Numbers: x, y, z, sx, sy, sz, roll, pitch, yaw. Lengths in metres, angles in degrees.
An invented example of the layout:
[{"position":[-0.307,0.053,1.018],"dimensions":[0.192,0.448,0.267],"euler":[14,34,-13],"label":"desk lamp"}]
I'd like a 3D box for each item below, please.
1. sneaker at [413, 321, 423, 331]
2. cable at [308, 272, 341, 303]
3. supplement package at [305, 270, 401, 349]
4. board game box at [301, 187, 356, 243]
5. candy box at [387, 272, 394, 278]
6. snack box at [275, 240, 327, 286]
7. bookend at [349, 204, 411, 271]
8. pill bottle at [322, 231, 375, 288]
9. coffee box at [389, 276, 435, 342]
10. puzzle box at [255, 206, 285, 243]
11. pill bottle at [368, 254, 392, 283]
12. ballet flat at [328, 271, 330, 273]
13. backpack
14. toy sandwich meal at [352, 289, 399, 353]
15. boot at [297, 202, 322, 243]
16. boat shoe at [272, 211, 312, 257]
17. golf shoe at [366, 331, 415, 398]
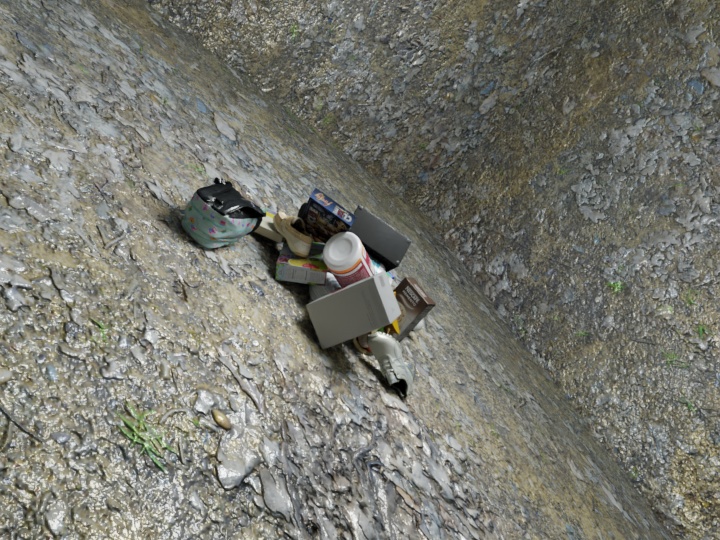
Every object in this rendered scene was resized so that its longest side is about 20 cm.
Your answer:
[{"position":[0.132,0.151,1.862],"dimensions":[0.198,0.080,0.130],"euler":[40,6,-10],"label":"sneaker"},{"position":[-0.063,0.087,1.604],"dimensions":[0.198,0.069,0.202],"euler":[34,19,-31],"label":"cable"},{"position":[-0.016,0.098,1.409],"dimensions":[0.123,0.195,0.121],"euler":[67,18,0],"label":"supplement package"},{"position":[-0.094,-0.136,1.549],"dimensions":[0.134,0.035,0.200],"euler":[34,-22,-2],"label":"board game box"},{"position":[0.013,-0.020,2.037],"dimensions":[0.200,0.077,0.168],"euler":[48,17,16],"label":"candy box"},{"position":[-0.158,-0.027,1.575],"dimensions":[0.137,0.055,0.201],"euler":[9,22,-4],"label":"snack box"},{"position":[0.033,-0.089,1.756],"dimensions":[0.196,0.094,0.200],"euler":[33,-14,-6],"label":"bookend"},{"position":[-0.022,-0.005,1.542],"dimensions":[0.114,0.111,0.201],"euler":[55,-3,36],"label":"pill bottle"},{"position":[0.118,0.131,1.701],"dimensions":[0.115,0.201,0.079],"euler":[48,17,22],"label":"coffee box"},{"position":[-0.266,-0.139,1.676],"dimensions":[0.130,0.026,0.200],"euler":[24,17,1],"label":"puzzle box"},{"position":[0.000,0.000,1.701],"dimensions":[0.197,0.112,0.111],"euler":[34,18,-10],"label":"pill bottle"},{"position":[-0.039,0.015,1.847],"dimensions":[0.198,0.064,0.068],"euler":[33,14,-35],"label":"ballet flat"},{"position":[-0.344,-0.136,1.379],"dimensions":[0.165,0.129,0.200],"euler":[33,16,6],"label":"backpack"},{"position":[0.048,0.134,1.549],"dimensions":[0.069,0.211,0.203],"euler":[11,-7,39],"label":"toy sandwich meal"},{"position":[-0.104,-0.145,1.779],"dimensions":[0.067,0.194,0.198],"euler":[9,27,43],"label":"boot"},{"position":[-0.183,-0.116,1.569],"dimensions":[0.073,0.070,0.201],"euler":[16,25,-43],"label":"boat shoe"},{"position":[0.084,0.254,1.504],"dimensions":[0.201,0.077,0.098],"euler":[51,26,-22],"label":"golf shoe"}]
